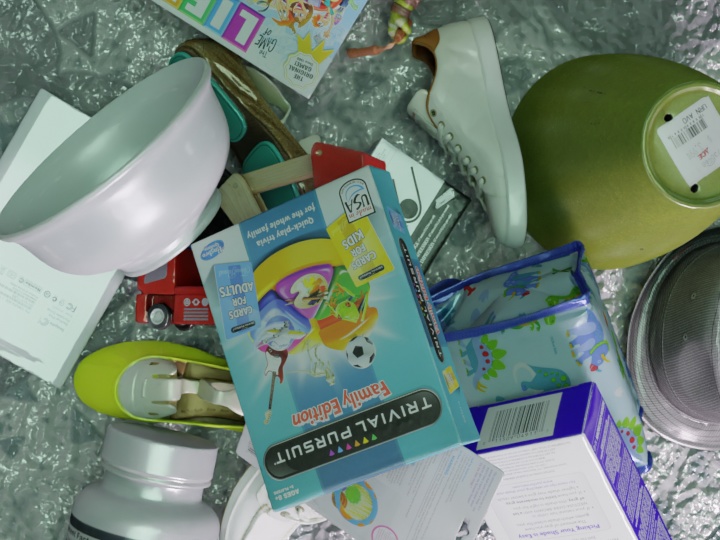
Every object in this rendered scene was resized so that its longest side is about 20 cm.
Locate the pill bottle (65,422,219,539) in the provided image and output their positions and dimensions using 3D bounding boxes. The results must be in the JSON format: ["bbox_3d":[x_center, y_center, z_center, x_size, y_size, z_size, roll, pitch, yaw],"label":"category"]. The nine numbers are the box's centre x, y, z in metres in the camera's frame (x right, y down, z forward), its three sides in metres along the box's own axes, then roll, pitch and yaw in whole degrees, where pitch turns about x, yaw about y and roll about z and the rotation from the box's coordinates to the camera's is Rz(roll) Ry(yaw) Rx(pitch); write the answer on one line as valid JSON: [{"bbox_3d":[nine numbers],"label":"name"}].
[{"bbox_3d":[-0.175,0.229,1.008,0.118,0.120,0.203,13,89,-9],"label":"pill bottle"}]

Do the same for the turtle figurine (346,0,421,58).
[{"bbox_3d":[0.076,-0.242,1.033,0.160,0.200,0.065,-20,78,-37],"label":"turtle figurine"}]

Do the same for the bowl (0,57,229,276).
[{"bbox_3d":[-0.166,-0.061,0.951,0.201,0.201,0.091,-42,114,-6],"label":"bowl"}]

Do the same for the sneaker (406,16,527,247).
[{"bbox_3d":[0.086,-0.108,1.061,0.084,0.073,0.202,-11,71,-2],"label":"sneaker"}]

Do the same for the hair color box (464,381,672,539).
[{"bbox_3d":[0.161,0.186,0.969,0.108,0.065,0.201,-15,117,28],"label":"hair color box"}]

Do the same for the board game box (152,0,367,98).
[{"bbox_3d":[-0.090,-0.247,1.006,0.199,0.034,0.135,31,107,-8],"label":"board game box"}]

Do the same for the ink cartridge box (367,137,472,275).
[{"bbox_3d":[0.000,0.000,1.068,0.093,0.044,0.201,32,87,-7],"label":"ink cartridge box"}]

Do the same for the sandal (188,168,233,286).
[{"bbox_3d":[-0.097,0.006,1.041,0.075,0.045,0.202,-30,76,18],"label":"sandal"}]

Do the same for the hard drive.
[{"bbox_3d":[-0.250,-0.026,1.037,0.131,0.025,0.201,30,86,-8],"label":"hard drive"}]

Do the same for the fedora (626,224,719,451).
[{"bbox_3d":[0.325,0.061,1.098,0.175,0.090,0.202,18,88,-10],"label":"fedora"}]

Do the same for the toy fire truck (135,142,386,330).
[{"bbox_3d":[-0.081,-0.023,0.985,0.198,0.049,0.143,1,87,23],"label":"toy fire truck"}]

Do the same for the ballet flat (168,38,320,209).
[{"bbox_3d":[-0.076,-0.110,1.046,0.072,0.068,0.201,-34,86,-39],"label":"ballet flat"}]

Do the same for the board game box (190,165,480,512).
[{"bbox_3d":[-0.020,0.049,0.904,0.150,0.047,0.202,-23,79,19],"label":"board game box"}]

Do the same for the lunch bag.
[{"bbox_3d":[0.114,0.094,1.033,0.198,0.128,0.171,-20,110,14],"label":"lunch bag"}]

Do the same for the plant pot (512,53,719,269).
[{"bbox_3d":[0.229,-0.093,1.025,0.185,0.200,0.190,0,91,-9],"label":"plant pot"}]

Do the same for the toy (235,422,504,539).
[{"bbox_3d":[0.008,0.137,0.951,0.199,0.047,0.116,30,115,18],"label":"toy"}]

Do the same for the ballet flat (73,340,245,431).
[{"bbox_3d":[-0.133,0.097,1.038,0.197,0.067,0.068,8,91,-9],"label":"ballet flat"}]

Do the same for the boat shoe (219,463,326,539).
[{"bbox_3d":[-0.045,0.171,1.022,0.069,0.070,0.201,43,112,33],"label":"boat shoe"}]
